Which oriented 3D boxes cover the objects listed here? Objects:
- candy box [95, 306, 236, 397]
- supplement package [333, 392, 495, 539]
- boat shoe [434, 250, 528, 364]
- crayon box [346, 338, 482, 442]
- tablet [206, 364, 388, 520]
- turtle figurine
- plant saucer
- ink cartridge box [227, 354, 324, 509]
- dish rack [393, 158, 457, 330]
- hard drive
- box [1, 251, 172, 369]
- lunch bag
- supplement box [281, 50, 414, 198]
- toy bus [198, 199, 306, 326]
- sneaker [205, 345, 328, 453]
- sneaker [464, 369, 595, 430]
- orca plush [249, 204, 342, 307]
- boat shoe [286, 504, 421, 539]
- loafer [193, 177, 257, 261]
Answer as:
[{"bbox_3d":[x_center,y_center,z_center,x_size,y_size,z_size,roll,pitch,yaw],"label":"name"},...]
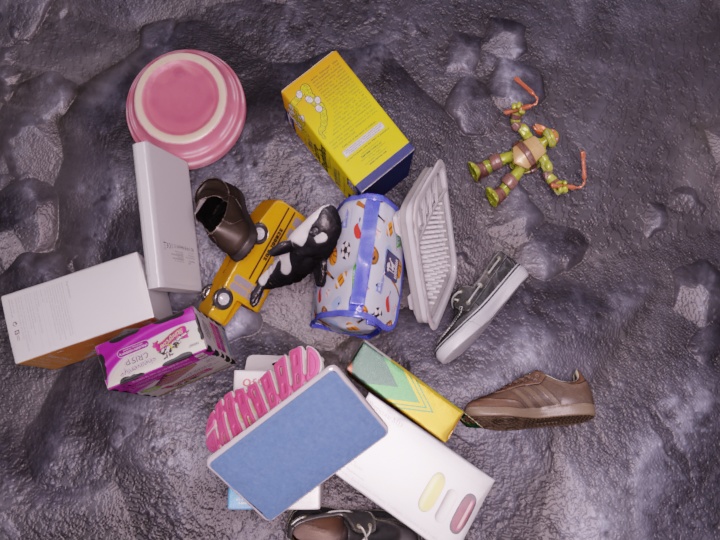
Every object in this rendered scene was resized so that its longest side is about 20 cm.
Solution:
[{"bbox_3d":[-0.258,0.118,0.918,0.133,0.200,0.062,-22,78,-4],"label":"candy box"},{"bbox_3d":[0.062,0.272,0.914,0.197,0.156,0.112,33,79,6],"label":"supplement package"},{"bbox_3d":[0.170,0.054,1.013,0.071,0.073,0.200,40,70,16],"label":"boat shoe"},{"bbox_3d":[0.071,0.182,0.948,0.198,0.127,0.051,35,80,7],"label":"crayon box"},{"bbox_3d":[-0.074,0.212,0.810,0.198,0.014,0.131,-37,117,5],"label":"tablet"},{"bbox_3d":[0.252,-0.188,1.060,0.159,0.064,0.203,-32,89,0],"label":"turtle figurine"},{"bbox_3d":[-0.284,-0.267,1.074,0.194,0.051,0.207,0,78,0],"label":"plant saucer"},{"bbox_3d":[-0.113,0.220,0.938,0.124,0.125,0.207,0,79,-1],"label":"ink cartridge box"},{"bbox_3d":[0.094,-0.037,0.954,0.042,0.173,0.205,0,121,22],"label":"dish rack"},{"bbox_3d":[-0.282,-0.072,0.983,0.025,0.132,0.206,-10,83,12],"label":"hard drive"},{"bbox_3d":[-0.386,0.062,0.967,0.195,0.125,0.100,-19,79,-4],"label":"box"},{"bbox_3d":[0.000,0.000,0.945,0.120,0.200,0.175,10,77,-5],"label":"lunch bag"},{"bbox_3d":[-0.020,-0.211,1.037,0.109,0.109,0.202,-37,81,-8],"label":"supplement box"},{"bbox_3d":[-0.164,-0.010,1.005,0.078,0.065,0.204,33,77,-29],"label":"toy bus"},{"bbox_3d":[-0.109,0.175,0.847,0.198,0.087,0.075,-38,52,12],"label":"sneaker"},{"bbox_3d":[0.245,0.190,0.990,0.193,0.071,0.077,0,59,-4],"label":"sneaker"},{"bbox_3d":[-0.080,-0.002,0.898,0.199,0.105,0.072,-39,79,26],"label":"orca plush"},{"bbox_3d":[-0.008,0.374,0.937,0.194,0.068,0.074,10,84,-2],"label":"boat shoe"},{"bbox_3d":[-0.209,-0.092,0.982,0.073,0.071,0.200,-48,40,4],"label":"loafer"}]
